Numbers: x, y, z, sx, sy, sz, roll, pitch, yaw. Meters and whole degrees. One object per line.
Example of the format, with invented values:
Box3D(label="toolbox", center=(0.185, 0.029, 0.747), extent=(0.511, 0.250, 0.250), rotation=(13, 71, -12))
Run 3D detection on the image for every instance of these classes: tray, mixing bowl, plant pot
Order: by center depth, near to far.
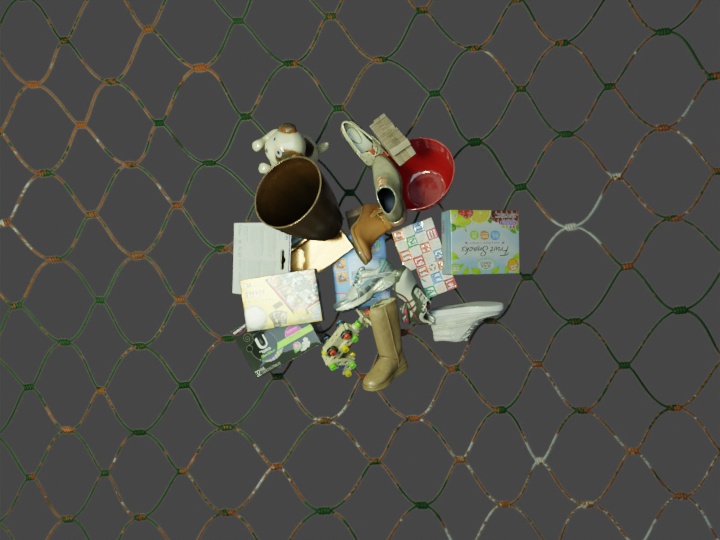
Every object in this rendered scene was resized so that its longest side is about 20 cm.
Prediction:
Box3D(label="plant pot", center=(-0.130, -0.154, 1.432), extent=(0.186, 0.200, 0.188), rotation=(-10, 66, 25))
Box3D(label="mixing bowl", center=(0.161, -0.234, 1.505), extent=(0.199, 0.108, 0.201), rotation=(-7, 71, 20))
Box3D(label="tray", center=(-0.123, -0.044, 1.549), extent=(0.200, 0.037, 0.099), rotation=(-36, 85, 11))

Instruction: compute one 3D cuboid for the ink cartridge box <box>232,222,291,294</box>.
Box3D(label="ink cartridge box", center=(-0.258, -0.030, 1.546), extent=(0.199, 0.041, 0.201), rotation=(3, 92, 30))

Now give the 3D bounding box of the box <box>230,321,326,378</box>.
Box3D(label="box", center=(-0.216, 0.172, 1.545), extent=(0.199, 0.124, 0.149), rotation=(-30, 89, 5))

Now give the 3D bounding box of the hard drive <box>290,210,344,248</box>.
Box3D(label="hard drive", center=(-0.163, -0.157, 1.579), extent=(0.199, 0.033, 0.140), rotation=(-28, 89, 4))

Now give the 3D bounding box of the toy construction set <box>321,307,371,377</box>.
Box3D(label="toy construction set", center=(-0.032, 0.190, 1.531), extent=(0.131, 0.092, 0.201), rotation=(21, 102, -41))

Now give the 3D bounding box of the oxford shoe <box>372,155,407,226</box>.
Box3D(label="oxford shoe", center=(0.068, -0.213, 1.433), extent=(0.071, 0.074, 0.201), rotation=(-24, 66, 16))

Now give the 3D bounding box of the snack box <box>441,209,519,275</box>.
Box3D(label="snack box", center=(0.316, -0.073, 1.506), extent=(0.199, 0.068, 0.170), rotation=(0, 90, -15))

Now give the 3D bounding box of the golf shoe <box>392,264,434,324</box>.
Box3D(label="golf shoe", center=(0.143, 0.065, 1.496), extent=(0.088, 0.200, 0.077), rotation=(13, 52, 32))

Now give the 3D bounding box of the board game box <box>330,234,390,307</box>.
Box3D(label="board game box", center=(0.000, 0.000, 1.571), extent=(0.150, 0.037, 0.201), rotation=(-5, 92, 3))

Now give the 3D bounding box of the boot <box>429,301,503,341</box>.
Box3D(label="boot", center=(0.289, 0.141, 1.546), extent=(0.199, 0.074, 0.096), rotation=(-7, 97, 12))

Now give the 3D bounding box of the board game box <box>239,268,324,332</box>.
Box3D(label="board game box", center=(-0.200, 0.076, 1.464), extent=(0.199, 0.035, 0.136), rotation=(-8, 88, 5))

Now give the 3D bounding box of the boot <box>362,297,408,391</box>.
Box3D(label="boot", center=(0.050, 0.193, 1.507), extent=(0.066, 0.175, 0.201), rotation=(0, 108, 38))

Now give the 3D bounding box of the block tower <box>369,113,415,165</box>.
Box3D(label="block tower", center=(0.081, -0.339, 1.481), extent=(0.054, 0.200, 0.058), rotation=(-35, 124, 8))

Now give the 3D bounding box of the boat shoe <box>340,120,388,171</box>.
Box3D(label="boat shoe", center=(0.023, -0.329, 1.549), extent=(0.200, 0.063, 0.071), rotation=(45, 91, 0))

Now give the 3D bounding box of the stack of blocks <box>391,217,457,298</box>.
Box3D(label="stack of blocks", center=(0.171, -0.029, 1.548), extent=(0.115, 0.059, 0.201), rotation=(-21, 90, 4))

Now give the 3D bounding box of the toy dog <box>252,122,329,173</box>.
Box3D(label="toy dog", center=(-0.183, -0.305, 1.493), extent=(0.193, 0.200, 0.140), rotation=(-2, 92, 4))

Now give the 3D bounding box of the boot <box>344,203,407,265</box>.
Box3D(label="boot", center=(0.050, -0.107, 1.510), extent=(0.154, 0.200, 0.077), rotation=(-14, 132, -1))

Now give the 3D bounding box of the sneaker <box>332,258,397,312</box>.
Box3D(label="sneaker", center=(0.006, 0.040, 1.523), extent=(0.199, 0.078, 0.087), rotation=(-32, 85, -7))
